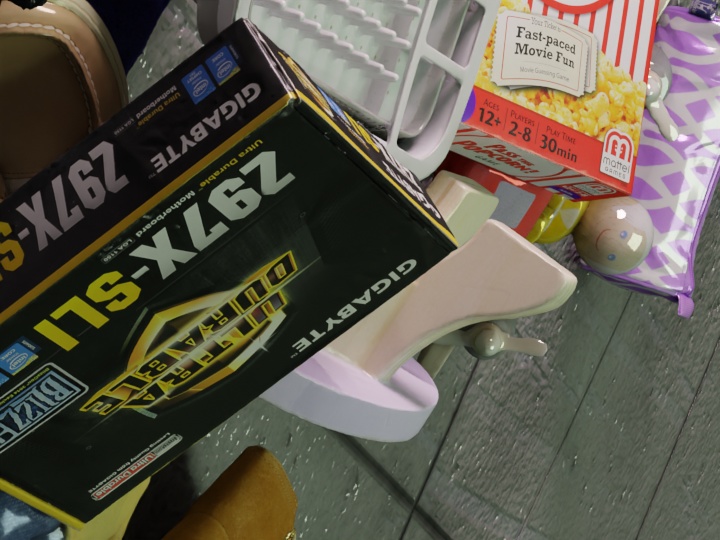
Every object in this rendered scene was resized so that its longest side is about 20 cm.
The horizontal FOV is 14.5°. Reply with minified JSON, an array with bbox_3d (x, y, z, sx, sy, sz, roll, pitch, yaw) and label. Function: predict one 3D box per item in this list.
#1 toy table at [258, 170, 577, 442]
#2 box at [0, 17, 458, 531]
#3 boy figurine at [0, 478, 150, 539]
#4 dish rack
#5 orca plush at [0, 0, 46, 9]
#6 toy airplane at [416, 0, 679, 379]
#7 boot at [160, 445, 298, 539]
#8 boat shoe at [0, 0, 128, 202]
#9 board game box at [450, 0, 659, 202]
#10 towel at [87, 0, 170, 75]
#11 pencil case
[{"bbox_3d":[0.000,0.000,1.349,0.117,0.183,0.200,-57,171,9],"label":"toy table"},{"bbox_3d":[-0.078,0.007,1.090,0.200,0.049,0.160,-36,148,8],"label":"box"},{"bbox_3d":[-0.130,0.082,1.238,0.200,0.064,0.125,-51,150,-40],"label":"boy figurine"},{"bbox_3d":[0.001,-0.139,1.137,0.200,0.043,0.173,26,82,-62],"label":"dish rack"},{"bbox_3d":[-0.147,-0.098,0.984,0.105,0.071,0.201,52,47,-55],"label":"orca plush"},{"bbox_3d":[0.104,-0.045,1.568,0.199,0.141,0.200,-46,162,-30],"label":"toy airplane"},{"bbox_3d":[-0.087,0.141,1.358,0.144,0.071,0.201,-55,168,-18],"label":"boot"},{"bbox_3d":[-0.126,-0.027,1.111,0.201,0.073,0.067,89,-3,-49],"label":"boat shoe"},{"bbox_3d":[0.085,-0.152,1.429,0.151,0.046,0.201,19,74,-39],"label":"board game box"},{"bbox_3d":[-0.094,-0.160,1.148,0.201,0.049,0.148,-61,157,-22],"label":"towel"},{"bbox_3d":[0.212,-0.077,1.871,0.084,0.085,0.201,9,100,-69],"label":"pencil case"}]
